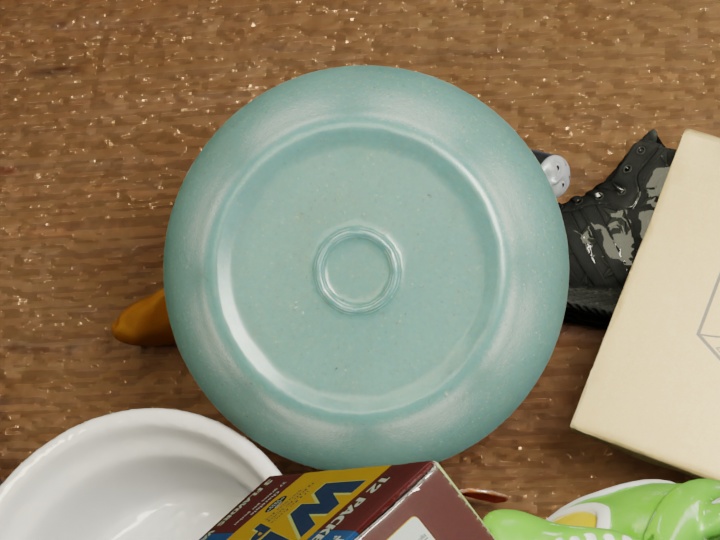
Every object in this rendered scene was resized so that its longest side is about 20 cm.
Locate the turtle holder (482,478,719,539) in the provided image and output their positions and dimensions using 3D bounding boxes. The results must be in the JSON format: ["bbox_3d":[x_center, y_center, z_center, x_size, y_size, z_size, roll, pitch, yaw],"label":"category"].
[{"bbox_3d":[0.122,0.167,1.166,0.132,0.185,0.141,-5,92,34],"label":"turtle holder"}]

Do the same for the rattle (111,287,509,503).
[{"bbox_3d":[-0.034,0.074,1.328,0.143,0.130,0.200,-38,88,17],"label":"rattle"}]

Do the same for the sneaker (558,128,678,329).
[{"bbox_3d":[0.134,-0.024,1.303,0.200,0.060,0.104,12,76,20],"label":"sneaker"}]

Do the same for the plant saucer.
[{"bbox_3d":[0.000,0.000,1.234,0.200,0.036,0.200,0,90,7],"label":"plant saucer"}]

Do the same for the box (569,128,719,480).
[{"bbox_3d":[0.222,0.036,1.234,0.200,0.021,0.164,20,80,11],"label":"box"}]

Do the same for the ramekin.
[{"bbox_3d":[-0.099,0.179,1.295,0.200,0.098,0.201,-8,67,19],"label":"ramekin"}]

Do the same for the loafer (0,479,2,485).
[{"bbox_3d":[-0.223,0.091,1.404,0.063,0.072,0.200,-17,70,-6],"label":"loafer"}]

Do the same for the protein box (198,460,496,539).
[{"bbox_3d":[0.007,0.204,1.115,0.135,0.198,0.200,-41,100,-21],"label":"protein box"}]

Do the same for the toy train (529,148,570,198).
[{"bbox_3d":[0.031,-0.056,1.327,0.056,0.042,0.200,-35,33,-29],"label":"toy train"}]
